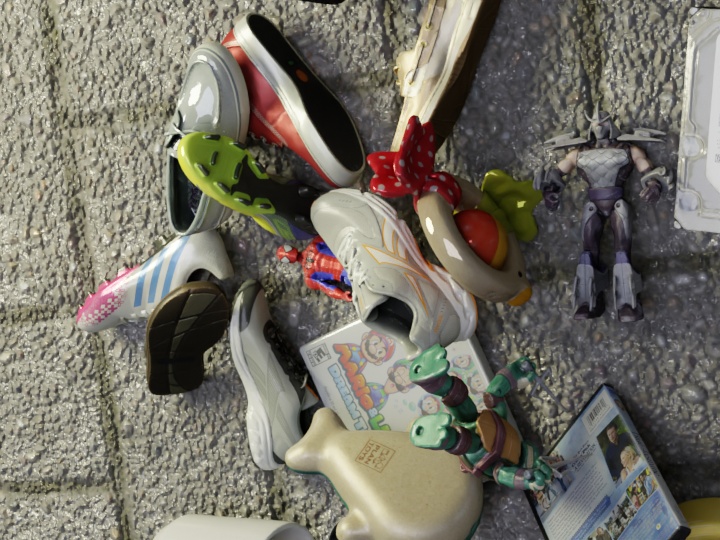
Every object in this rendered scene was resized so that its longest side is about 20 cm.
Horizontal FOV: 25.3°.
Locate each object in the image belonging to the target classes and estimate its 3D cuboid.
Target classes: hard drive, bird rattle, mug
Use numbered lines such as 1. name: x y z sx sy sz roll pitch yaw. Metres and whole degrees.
1. hard drive: 0.356 -0.131 1.432 0.138 0.038 0.202 8 103 23
2. bird rattle: 0.099 -0.049 1.474 0.112 0.200 0.164 -33 53 19
3. mug: -0.147 0.342 1.685 0.152 0.149 0.189 9 96 30

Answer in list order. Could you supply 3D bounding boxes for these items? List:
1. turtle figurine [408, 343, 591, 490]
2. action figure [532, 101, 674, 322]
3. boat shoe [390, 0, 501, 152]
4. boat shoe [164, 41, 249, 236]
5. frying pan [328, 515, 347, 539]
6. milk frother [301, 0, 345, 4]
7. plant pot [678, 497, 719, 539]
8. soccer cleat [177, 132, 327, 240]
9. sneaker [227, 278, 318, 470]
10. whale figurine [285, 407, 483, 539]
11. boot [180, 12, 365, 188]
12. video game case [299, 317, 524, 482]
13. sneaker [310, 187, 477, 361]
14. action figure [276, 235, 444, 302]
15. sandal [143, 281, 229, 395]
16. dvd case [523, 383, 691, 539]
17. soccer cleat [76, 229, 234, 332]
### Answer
1. turtle figurine: 0.127 0.150 1.485 0.101 0.199 0.151 -42 43 24
2. action figure: 0.229 -0.056 1.486 0.129 0.069 0.202 -1 95 29
3. boat shoe: 0.069 -0.194 1.535 0.069 0.074 0.202 27 99 20
4. boat shoe: -0.158 -0.123 1.585 0.070 0.071 0.203 22 124 25
5. frying pan: 0.017 0.321 1.664 0.114 0.031 0.192 18 126 12
6. milk frother: -0.078 -0.359 1.503 0.199 0.188 0.182 32 109 16
7. plant pot: 0.318 0.329 1.430 0.199 0.189 0.203 4 104 16
8. soccer cleat: -0.113 -0.076 1.573 0.083 0.199 0.065 -8 66 42
9. sneaker: -0.087 0.104 1.659 0.078 0.074 0.202 -9 101 16
10. whale figurine: 0.025 0.213 1.573 0.199 0.160 0.104 23 147 21
11. boot: -0.094 -0.138 1.620 0.144 0.072 0.201 -43 79 30
12. video game case: 0.053 0.134 1.620 0.181 0.024 0.202 -26 88 25
13. sneaker: 0.015 0.003 1.501 0.200 0.092 0.076 42 136 20
14. action figure: 0.000 0.000 1.599 0.198 0.052 0.066 12 95 32
15. sandal: -0.185 0.064 1.663 0.201 0.081 0.055 107 157 -56
16. dvd case: 0.223 0.220 1.486 0.017 0.201 0.143 20 117 -28
17. soccer cleat: -0.218 0.027 1.698 0.199 0.070 0.087 -36 85 25
